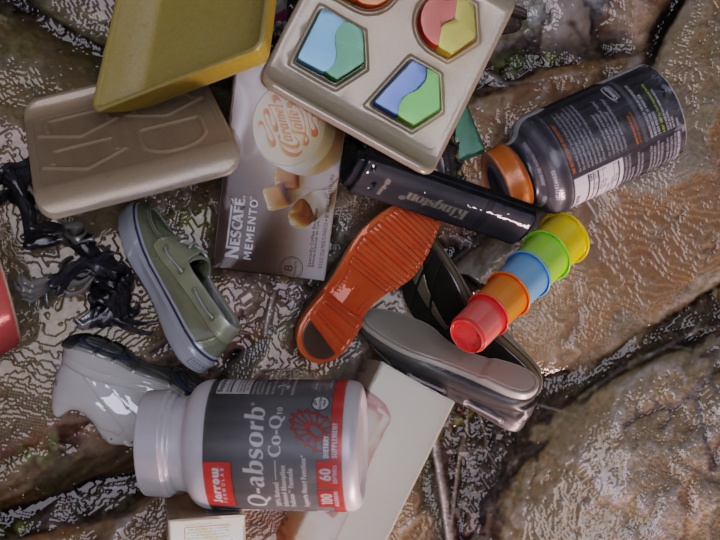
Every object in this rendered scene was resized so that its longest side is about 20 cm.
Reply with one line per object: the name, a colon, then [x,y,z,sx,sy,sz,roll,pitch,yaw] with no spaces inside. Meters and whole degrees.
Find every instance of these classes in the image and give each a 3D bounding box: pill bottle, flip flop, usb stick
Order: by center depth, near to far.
pill bottle: [-0.095,0.156,1.084,0.197,0.116,0.118,-1,87,6]
usb stick: [0.078,-0.071,1.162,0.198,0.055,0.033,17,57,-20]
flip flop: [0.116,0.048,1.231,0.200,0.081,0.057,47,45,3]
pill bottle: [0.223,-0.126,1.237,0.198,0.106,0.107,-24,92,-10]

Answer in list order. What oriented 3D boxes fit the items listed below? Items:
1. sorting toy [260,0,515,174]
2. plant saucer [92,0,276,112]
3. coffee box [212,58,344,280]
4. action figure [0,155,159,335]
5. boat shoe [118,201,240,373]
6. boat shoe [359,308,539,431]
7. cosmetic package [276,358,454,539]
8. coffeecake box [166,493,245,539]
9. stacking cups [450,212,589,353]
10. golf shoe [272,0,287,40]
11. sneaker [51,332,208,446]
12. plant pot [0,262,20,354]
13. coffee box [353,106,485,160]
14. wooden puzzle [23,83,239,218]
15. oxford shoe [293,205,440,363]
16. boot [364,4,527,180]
sorting toy: [0.029,-0.217,1.120,0.183,0.036,0.202,28,80,-6]
plant saucer: [-0.148,-0.242,1.133,0.048,0.198,0.202,40,44,-45]
coffee box: [-0.078,-0.100,1.173,0.113,0.080,0.203,7,99,-9]
action figure: [-0.281,-0.002,1.139,0.102,0.119,0.201,-38,85,-19]
boat shoe: [-0.168,0.005,1.142,0.062,0.072,0.201,-37,59,9]
boat shoe: [0.081,0.101,1.203,0.198,0.067,0.058,23,121,19]
cosmetic package: [0.002,0.195,1.185,0.087,0.103,0.202,29,82,-7]
coffeecake box: [-0.142,0.319,1.126,0.072,0.153,0.203,-2,88,-10]
stacking cups: [0.152,0.011,1.196,0.199,0.060,0.061,-37,95,-39]
golf shoe: [-0.109,-0.285,1.211,0.091,0.075,0.201,35,88,23]
sneaker: [-0.206,0.133,1.175,0.198,0.075,0.088,24,99,-4]
plant pot: [-0.410,0.025,1.082,0.175,0.200,0.203,-17,91,-19]
coffee box: [0.034,-0.189,1.237,0.122,0.044,0.202,-24,92,-10]
wooden puzzle: [-0.217,-0.117,1.137,0.183,0.201,0.047,-16,127,-10]
oxford shoe: [0.000,0.000,1.203,0.071,0.073,0.200,44,86,-15]
boot: [0.080,-0.169,1.195,0.197,0.069,0.177,-11,95,-6]
